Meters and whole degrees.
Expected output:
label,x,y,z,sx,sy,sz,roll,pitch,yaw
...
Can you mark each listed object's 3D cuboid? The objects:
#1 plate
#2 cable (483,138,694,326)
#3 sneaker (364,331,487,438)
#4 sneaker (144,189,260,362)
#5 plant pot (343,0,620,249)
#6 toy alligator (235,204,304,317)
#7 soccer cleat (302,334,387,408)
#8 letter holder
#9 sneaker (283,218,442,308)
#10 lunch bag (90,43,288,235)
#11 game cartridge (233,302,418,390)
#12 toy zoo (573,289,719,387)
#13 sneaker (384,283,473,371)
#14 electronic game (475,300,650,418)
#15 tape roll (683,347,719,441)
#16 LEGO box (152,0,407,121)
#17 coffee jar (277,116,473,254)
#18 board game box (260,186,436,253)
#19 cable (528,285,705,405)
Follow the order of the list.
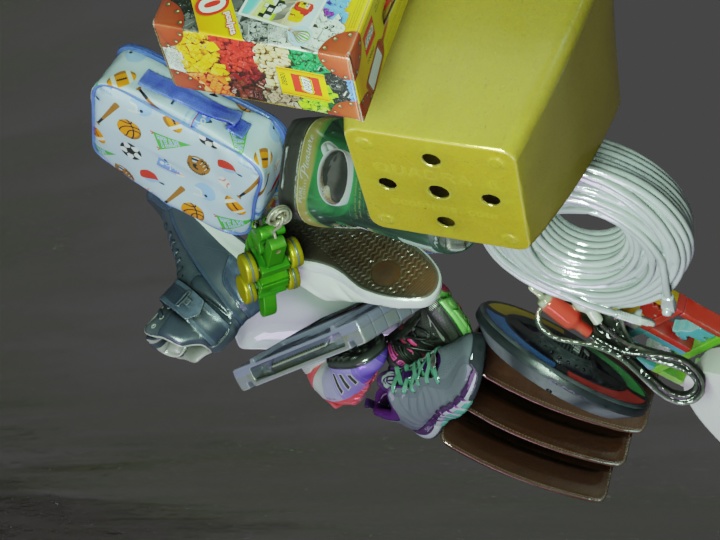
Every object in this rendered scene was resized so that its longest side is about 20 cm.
label,x,y,z,sx,sy,sz,roll,pitch,yaw
plate,-0.051,0.037,1.752,0.198,0.032,0.200,1,155,6
cable,0.205,-0.044,1.433,0.199,0.069,0.200,16,147,11
sneaker,0.067,0.121,1.674,0.087,0.075,0.200,15,146,-11
sneaker,-0.190,0.003,1.640,0.202,0.146,0.077,40,177,30
plant pot,0.085,-0.132,1.244,0.199,0.177,0.200,10,152,18
toy alligator,-0.090,-0.023,1.513,0.059,0.054,0.200,-19,153,-17
soccer cleat,-0.007,0.111,1.720,0.073,0.068,0.200,61,159,-4
letter holder,0.203,0.153,1.721,0.199,0.143,0.101,21,153,-3
sneaker,0.000,0.000,1.588,0.199,0.073,0.085,19,158,27
lunch bag,-0.160,-0.125,1.505,0.199,0.076,0.160,27,149,5
game cartridge,-0.029,0.066,1.657,0.200,0.130,0.039,-24,98,43
toy zoo,0.293,0.054,1.615,0.199,0.021,0.131,28,151,-16
sneaker,0.071,0.081,1.724,0.077,0.083,0.200,57,161,22
electronic game,0.206,0.089,1.605,0.199,0.042,0.200,28,-167,-7
tape roll,0.415,0.157,1.578,0.203,0.037,0.203,38,165,12
LEGO box,-0.042,-0.220,1.140,0.148,0.201,0.077,11,152,14
coffee jar,0.016,-0.081,1.427,0.199,0.105,0.085,14,-171,38
board game box,-0.011,-0.062,1.587,0.199,0.034,0.134,-5,144,38
cable,0.246,0.070,1.546,0.200,0.097,0.050,48,-165,4
